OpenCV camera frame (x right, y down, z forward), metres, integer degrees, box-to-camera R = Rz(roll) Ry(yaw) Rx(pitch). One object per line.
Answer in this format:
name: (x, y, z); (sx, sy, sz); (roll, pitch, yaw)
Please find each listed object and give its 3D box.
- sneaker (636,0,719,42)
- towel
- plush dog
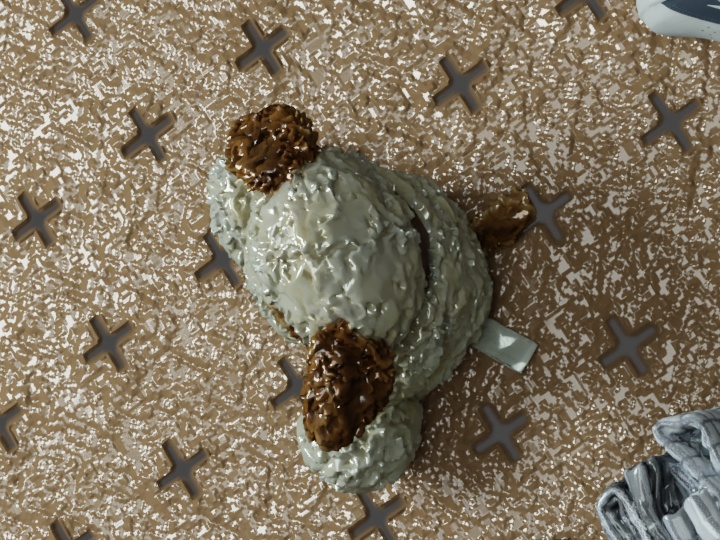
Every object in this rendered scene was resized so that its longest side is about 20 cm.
sneaker: (0.234, -0.095, 1.217); (0.198, 0.079, 0.131); (0, 79, 10)
towel: (0.196, 0.164, 1.179); (0.085, 0.165, 0.201); (-35, 77, 21)
plush dog: (0.000, 0.000, 1.249); (0.160, 0.172, 0.201); (-25, 79, 17)
